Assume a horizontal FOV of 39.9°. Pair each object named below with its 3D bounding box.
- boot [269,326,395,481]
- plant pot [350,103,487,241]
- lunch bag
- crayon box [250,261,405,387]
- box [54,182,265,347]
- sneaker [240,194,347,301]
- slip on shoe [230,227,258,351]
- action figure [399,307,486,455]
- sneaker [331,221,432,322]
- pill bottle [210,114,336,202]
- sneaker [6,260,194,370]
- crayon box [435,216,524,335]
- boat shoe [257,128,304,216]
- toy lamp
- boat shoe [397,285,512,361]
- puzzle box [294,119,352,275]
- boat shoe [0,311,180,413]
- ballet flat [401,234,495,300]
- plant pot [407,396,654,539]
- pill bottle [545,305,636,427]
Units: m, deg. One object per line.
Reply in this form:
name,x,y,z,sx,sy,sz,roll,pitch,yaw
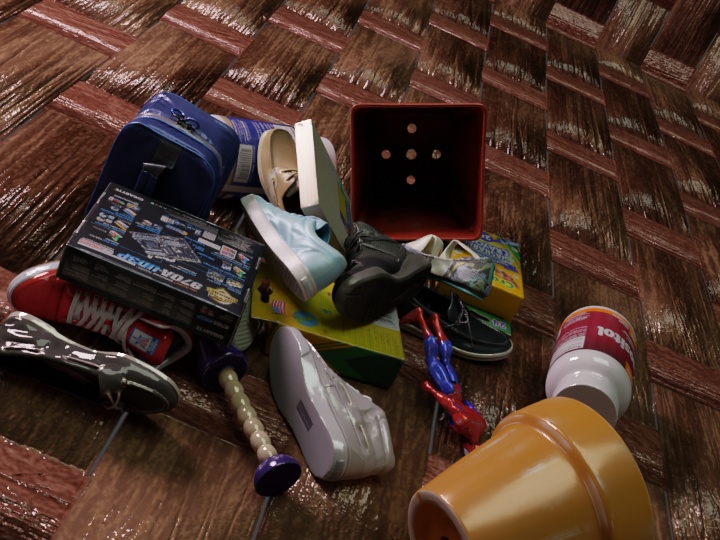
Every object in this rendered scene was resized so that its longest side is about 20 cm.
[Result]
boot,-0.032,0.149,1.111,0.095,0.074,0.201,9,42,-37
plant pot,0.083,-0.166,1.530,0.197,0.203,0.176,0,17,-1
lunch bag,-0.241,-0.111,1.215,0.135,0.201,0.133,27,32,-6
crayon box,-0.048,0.064,1.236,0.198,0.051,0.128,18,30,-14
box,-0.213,-0.011,1.097,0.198,0.046,0.160,22,29,-8
sneaker,-0.080,-0.039,1.219,0.081,0.074,0.200,-27,47,-14
slip on shoe,-0.160,0.025,1.212,0.060,0.075,0.201,-13,42,3
action figure,0.106,0.142,1.215,0.065,0.052,0.202,27,32,-51
sneaker,0.000,0.000,1.253,0.114,0.077,0.199,33,28,20
pill bottle,-0.140,-0.158,1.450,0.198,0.117,0.116,3,36,-35
sneaker,-0.272,0.052,1.066,0.198,0.072,0.113,7,31,-34
crayon box,0.180,0.004,1.505,0.124,0.052,0.201,21,31,-7
boat shoe,-0.089,-0.106,1.359,0.073,0.066,0.203,-9,79,-33
toy lamp,-0.125,0.145,1.050,0.058,0.059,0.201,1,41,-35
boat shoe,0.122,0.066,1.355,0.198,0.063,0.075,24,28,-7
puzzle box,-0.044,-0.089,1.330,0.025,0.201,0.135,-12,59,9
boat shoe,-0.279,0.107,0.990,0.198,0.067,0.057,23,45,4
ballet flat,0.113,-0.014,1.399,0.074,0.075,0.199,-8,21,-44
plant pot,0.154,0.248,0.984,0.181,0.202,0.201,-14,46,-28
pill bottle,0.309,0.139,1.330,0.112,0.114,0.200,28,30,4
